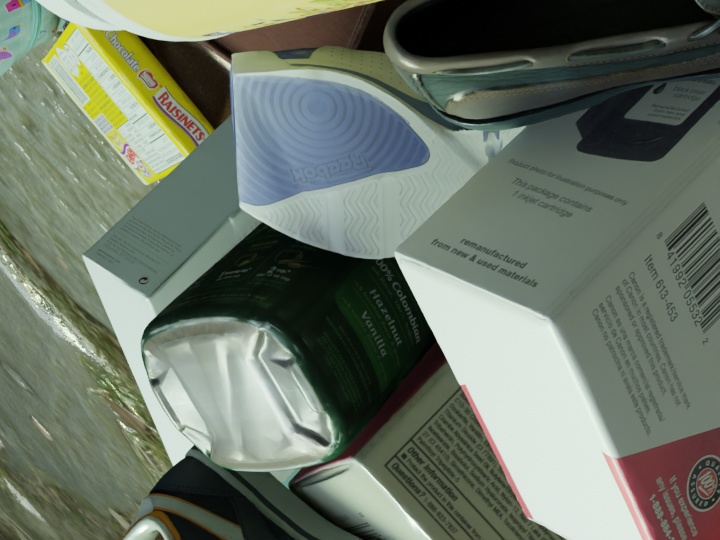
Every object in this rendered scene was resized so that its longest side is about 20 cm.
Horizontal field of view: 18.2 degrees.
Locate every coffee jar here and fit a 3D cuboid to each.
[{"bbox_3d":[0.000,0.000,0.999,0.104,0.200,0.086,-10,117,45],"label":"coffee jar"}]

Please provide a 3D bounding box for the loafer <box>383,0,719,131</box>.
[{"bbox_3d":[0.101,-0.098,0.743,0.063,0.199,0.072,15,-124,-64],"label":"loafer"}]

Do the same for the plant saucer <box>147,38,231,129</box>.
[{"bbox_3d":[-0.035,-0.102,1.155,0.200,0.037,0.201,37,157,18],"label":"plant saucer"}]

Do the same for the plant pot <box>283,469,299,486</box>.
[{"bbox_3d":[0.014,0.179,1.372,0.196,0.200,0.200,52,158,3],"label":"plant pot"}]

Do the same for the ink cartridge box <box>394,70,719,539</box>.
[{"bbox_3d":[0.129,-0.009,0.815,0.084,0.200,0.145,24,150,47],"label":"ink cartridge box"}]

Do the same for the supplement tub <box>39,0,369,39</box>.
[{"bbox_3d":[-0.045,-0.166,0.862,0.200,0.145,0.146,-5,128,50],"label":"supplement tub"}]

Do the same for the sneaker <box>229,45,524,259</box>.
[{"bbox_3d":[0.045,-0.061,0.949,0.115,0.198,0.081,-87,0,-67],"label":"sneaker"}]

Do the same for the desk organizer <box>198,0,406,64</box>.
[{"bbox_3d":[-0.059,-0.154,1.024,0.200,0.072,0.077,36,120,21],"label":"desk organizer"}]

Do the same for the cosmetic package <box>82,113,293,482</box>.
[{"bbox_3d":[-0.048,0.015,1.134,0.052,0.151,0.200,32,154,32],"label":"cosmetic package"}]

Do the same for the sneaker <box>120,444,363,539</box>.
[{"bbox_3d":[-0.026,0.153,0.997,0.200,0.079,0.079,30,154,37],"label":"sneaker"}]

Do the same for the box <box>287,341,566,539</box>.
[{"bbox_3d":[0.087,0.070,1.020,0.128,0.200,0.109,48,159,-4],"label":"box"}]

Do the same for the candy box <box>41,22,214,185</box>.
[{"bbox_3d":[-0.136,-0.100,1.297,0.102,0.026,0.200,48,170,-8],"label":"candy box"}]

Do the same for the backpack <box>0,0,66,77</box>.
[{"bbox_3d":[-0.215,-0.179,1.220,0.167,0.126,0.200,52,161,15],"label":"backpack"}]
